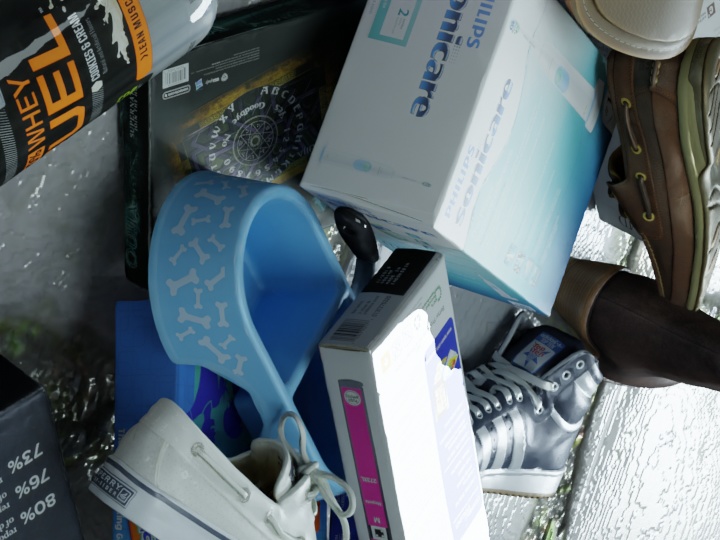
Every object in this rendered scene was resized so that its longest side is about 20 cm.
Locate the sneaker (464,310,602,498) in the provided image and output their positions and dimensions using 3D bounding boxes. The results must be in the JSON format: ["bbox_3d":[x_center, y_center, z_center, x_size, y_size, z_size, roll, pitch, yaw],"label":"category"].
[{"bbox_3d":[0.079,0.082,1.393,0.199,0.070,0.109,9,110,-54],"label":"sneaker"}]

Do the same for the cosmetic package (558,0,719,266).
[{"bbox_3d":[0.187,-0.105,1.375,0.074,0.101,0.201,-37,133,-24],"label":"cosmetic package"}]

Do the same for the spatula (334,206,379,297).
[{"bbox_3d":[0.000,0.000,1.222,0.021,0.056,0.200,-58,168,-15],"label":"spatula"}]

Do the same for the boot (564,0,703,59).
[{"bbox_3d":[0.136,-0.181,1.236,0.199,0.154,0.074,-12,124,-46],"label":"boot"}]

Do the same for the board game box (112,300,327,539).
[{"bbox_3d":[-0.073,0.121,1.201,0.152,0.045,0.202,8,81,-60],"label":"board game box"}]

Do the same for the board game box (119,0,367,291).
[{"bbox_3d":[-0.042,-0.079,1.211,0.199,0.028,0.136,-21,126,-37],"label":"board game box"}]

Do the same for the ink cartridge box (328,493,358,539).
[{"bbox_3d":[0.031,0.192,1.325,0.201,0.044,0.095,64,22,-48],"label":"ink cartridge box"}]

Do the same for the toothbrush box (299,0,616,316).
[{"bbox_3d":[0.062,-0.075,1.224,0.200,0.085,0.148,32,77,-65],"label":"toothbrush box"}]

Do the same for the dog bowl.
[{"bbox_3d":[-0.042,0.038,1.170,0.201,0.049,0.112,64,36,-32],"label":"dog bowl"}]

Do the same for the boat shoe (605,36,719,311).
[{"bbox_3d":[0.178,-0.058,1.298,0.201,0.067,0.072,79,27,-47],"label":"boat shoe"}]

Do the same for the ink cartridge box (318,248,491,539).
[{"bbox_3d":[0.028,0.098,1.199,0.095,0.037,0.201,-50,136,-48],"label":"ink cartridge box"}]

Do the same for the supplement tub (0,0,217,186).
[{"bbox_3d":[-0.172,-0.104,0.996,0.200,0.122,0.123,-38,135,-22],"label":"supplement tub"}]

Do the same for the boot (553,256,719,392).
[{"bbox_3d":[0.214,0.059,1.442,0.200,0.166,0.073,30,88,-51],"label":"boot"}]

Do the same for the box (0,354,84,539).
[{"bbox_3d":[-0.221,0.147,1.103,0.147,0.104,0.201,-31,132,-30],"label":"box"}]

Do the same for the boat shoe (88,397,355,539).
[{"bbox_3d":[-0.047,0.114,1.116,0.202,0.074,0.086,38,84,-43],"label":"boat shoe"}]
